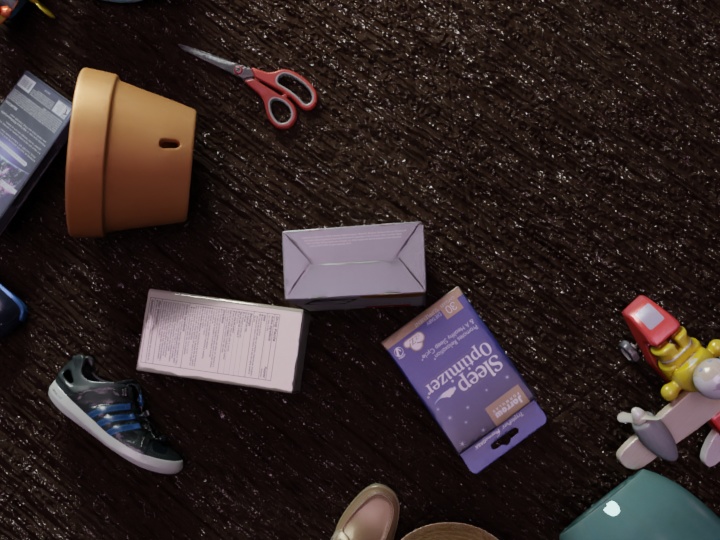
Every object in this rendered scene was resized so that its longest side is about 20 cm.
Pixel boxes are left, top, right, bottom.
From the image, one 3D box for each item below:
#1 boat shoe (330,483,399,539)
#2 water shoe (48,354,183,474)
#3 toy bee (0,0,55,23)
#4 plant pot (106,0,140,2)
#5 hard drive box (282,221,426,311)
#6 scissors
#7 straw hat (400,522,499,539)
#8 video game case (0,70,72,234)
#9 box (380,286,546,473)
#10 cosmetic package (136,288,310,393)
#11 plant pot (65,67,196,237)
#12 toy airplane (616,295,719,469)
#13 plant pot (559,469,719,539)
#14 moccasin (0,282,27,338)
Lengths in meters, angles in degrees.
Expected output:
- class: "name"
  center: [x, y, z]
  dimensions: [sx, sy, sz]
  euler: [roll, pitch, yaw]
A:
- class: "boat shoe"
  center: [-0.013, 0.353, 1.044]
  dimensions: [0.071, 0.065, 0.202]
  euler: [28, 87, 7]
- class: "water shoe"
  center: [-0.296, 0.177, 1.081]
  dimensions: [0.198, 0.072, 0.080]
  euler: [32, 85, 6]
- class: "toy bee"
  center: [-0.459, -0.356, 1.130]
  dimensions: [0.130, 0.108, 0.203]
  euler: [13, 94, -39]
- class: "plant pot"
  center: [-0.322, -0.482, 1.100]
  dimensions: [0.197, 0.200, 0.191]
  euler: [9, 70, 5]
- class: "hard drive box"
  center: [0.000, 0.000, 1.012]
  dimensions: [0.153, 0.200, 0.078]
  euler: [-3, 84, 5]
- class: "scissors"
  center: [-0.146, -0.263, 1.146]
  dimensions: [0.199, 0.014, 0.073]
  euler: [39, 91, 8]
- class: "straw hat"
  center: [0.106, 0.386, 1.023]
  dimensions: [0.198, 0.085, 0.205]
  euler: [0, 89, 2]
- class: "video game case"
  center: [-0.452, -0.150, 1.122]
  dimensions: [0.142, 0.019, 0.201]
  euler: [33, 88, 35]
- class: "box"
  center: [0.130, 0.136, 1.074]
  dimensions: [0.120, 0.032, 0.201]
  euler: [-35, 84, 0]
- class: "cosmetic package"
  center: [-0.167, 0.088, 1.080]
  dimensions: [0.197, 0.071, 0.107]
  euler: [9, 84, 5]
- class: "plant pot"
  center: [-0.275, -0.134, 1.062]
  dimensions: [0.138, 0.200, 0.203]
  euler: [6, 84, -12]
- class: "toy airplane"
  center: [0.397, 0.136, 0.998]
  dimensions: [0.196, 0.141, 0.203]
  euler: [6, 84, 4]
- class: "plant pot"
  center: [0.318, 0.323, 0.964]
  dimensions: [0.200, 0.201, 0.162]
  euler: [-37, 72, 0]
- class: "moccasin"
  center: [-0.519, 0.009, 1.108]
  dimensions: [0.199, 0.081, 0.068]
  euler: [39, 76, 8]
